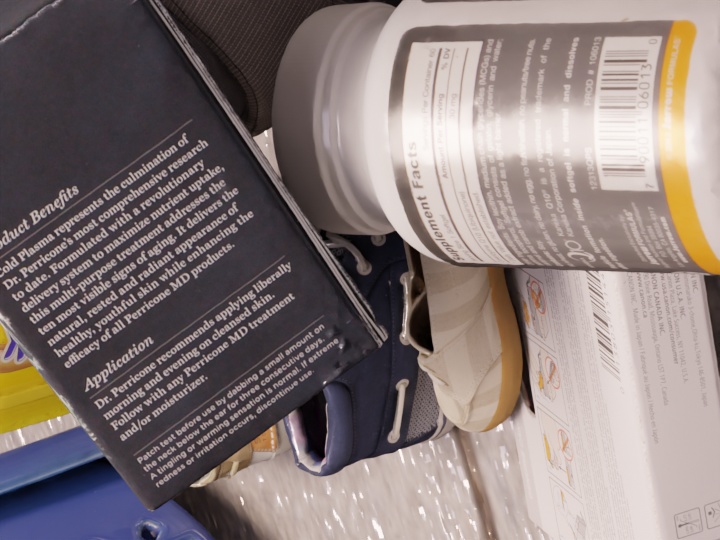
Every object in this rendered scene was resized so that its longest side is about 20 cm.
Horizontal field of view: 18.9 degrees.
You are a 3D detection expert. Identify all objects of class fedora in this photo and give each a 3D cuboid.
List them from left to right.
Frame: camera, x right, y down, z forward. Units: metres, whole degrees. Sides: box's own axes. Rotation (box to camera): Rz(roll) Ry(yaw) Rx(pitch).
[{"bbox_3d":[-0.081,-0.136,1.011,0.200,0.090,0.177,52,150,-8],"label":"fedora"}]

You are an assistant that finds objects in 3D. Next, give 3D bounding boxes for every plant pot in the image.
[{"bbox_3d":[-0.183,0.211,1.259,0.180,0.200,0.200,59,152,24],"label":"plant pot"}]

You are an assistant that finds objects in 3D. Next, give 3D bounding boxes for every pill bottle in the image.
[{"bbox_3d":[0.073,-0.059,0.839,0.200,0.116,0.117,3,107,34],"label":"pill bottle"}]

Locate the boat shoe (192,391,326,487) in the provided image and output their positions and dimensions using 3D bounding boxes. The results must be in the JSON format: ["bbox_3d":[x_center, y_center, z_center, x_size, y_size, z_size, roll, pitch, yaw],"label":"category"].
[{"bbox_3d":[-0.084,0.077,1.180,0.200,0.068,0.075,-25,86,66],"label":"boat shoe"}]

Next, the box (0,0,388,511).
[{"bbox_3d":[-0.115,-0.040,0.893,0.197,0.124,0.200,58,173,-26],"label":"box"}]

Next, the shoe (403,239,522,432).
[{"bbox_3d":[0.039,0.002,1.004,0.070,0.053,0.200,-118,17,-45],"label":"shoe"}]

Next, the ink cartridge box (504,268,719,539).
[{"bbox_3d":[0.111,0.053,0.977,0.176,0.045,0.200,-135,31,-67],"label":"ink cartridge box"}]

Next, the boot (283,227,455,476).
[{"bbox_3d":[0.000,0.000,1.064,0.073,0.090,0.200,7,110,47],"label":"boot"}]

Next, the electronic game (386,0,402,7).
[{"bbox_3d":[0.036,-0.178,0.974,0.200,0.042,0.200,42,140,50],"label":"electronic game"}]

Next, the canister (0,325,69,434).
[{"bbox_3d":[-0.184,-0.022,1.222,0.087,0.148,0.200,32,125,38],"label":"canister"}]
